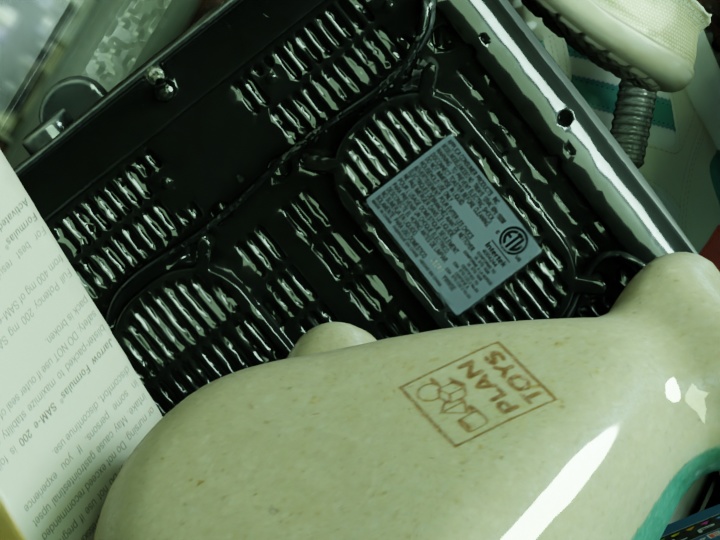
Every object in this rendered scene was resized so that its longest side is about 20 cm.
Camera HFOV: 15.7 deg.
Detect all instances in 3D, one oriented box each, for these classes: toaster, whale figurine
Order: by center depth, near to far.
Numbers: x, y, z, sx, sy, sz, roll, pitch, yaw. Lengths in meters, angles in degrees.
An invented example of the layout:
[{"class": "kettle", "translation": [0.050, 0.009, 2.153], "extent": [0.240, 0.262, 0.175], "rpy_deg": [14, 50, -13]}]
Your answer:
[{"class": "whale figurine", "translation": [0.030, 0.073, 0.686], "extent": [0.199, 0.159, 0.104], "rpy_deg": [-28, 132, -18]}, {"class": "toaster", "translation": [0.000, 0.000, 0.790], "extent": [0.181, 0.119, 0.200], "rpy_deg": [-38, 100, 10]}]

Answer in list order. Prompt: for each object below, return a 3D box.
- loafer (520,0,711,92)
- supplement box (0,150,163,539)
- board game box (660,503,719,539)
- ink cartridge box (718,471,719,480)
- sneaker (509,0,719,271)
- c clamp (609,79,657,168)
[{"class": "loafer", "translation": [0.047, -0.142, 0.820], "extent": [0.068, 0.076, 0.200], "rpy_deg": [-41, 84, 4]}, {"class": "supplement box", "translation": [-0.120, 0.066, 0.736], "extent": [0.200, 0.126, 0.074], "rpy_deg": [60, 38, -18]}, {"class": "board game box", "translation": [0.124, 0.111, 0.806], "extent": [0.150, 0.200, 0.047], "rpy_deg": [-22, 93, 0]}, {"class": "ink cartridge box", "translation": [0.184, 0.107, 0.946], "extent": [0.094, 0.044, 0.201], "rpy_deg": [-7, 86, -28]}, {"class": "sneaker", "translation": [0.067, -0.066, 0.899], "extent": [0.093, 0.070, 0.200], "rpy_deg": [-35, 101, -31]}, {"class": "c clamp", "translation": [0.073, -0.087, 0.862], "extent": [0.170, 0.027, 0.201], "rpy_deg": [17, 87, -2]}]
